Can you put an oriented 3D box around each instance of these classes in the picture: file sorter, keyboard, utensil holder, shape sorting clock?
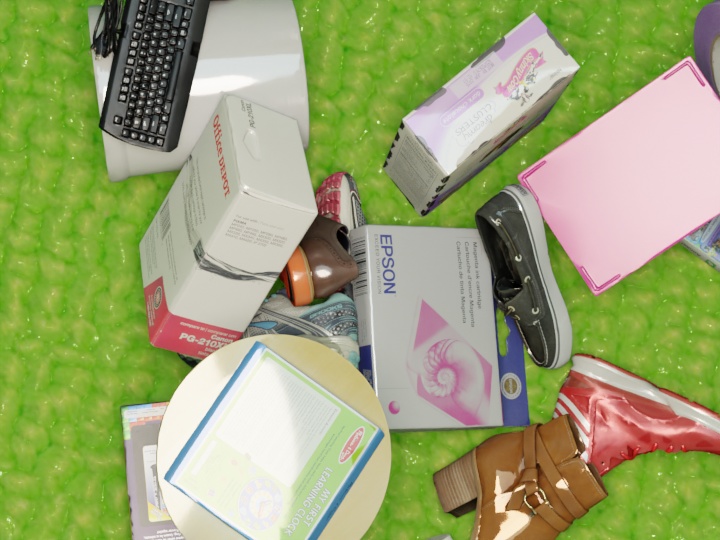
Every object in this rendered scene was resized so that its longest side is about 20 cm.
[{"bbox_3d":[0.281,-0.092,1.613,0.199,0.125,0.140,-35,86,13],"label":"file sorter"},{"bbox_3d":[-0.196,-0.216,1.499,0.103,0.040,0.202,12,84,-9],"label":"keyboard"},{"bbox_3d":[-0.159,-0.184,1.606,0.198,0.170,0.172,-8,81,-8],"label":"utensil holder"},{"bbox_3d":[-0.071,0.154,1.360,0.198,0.039,0.202,1,83,-10],"label":"shape sorting clock"}]

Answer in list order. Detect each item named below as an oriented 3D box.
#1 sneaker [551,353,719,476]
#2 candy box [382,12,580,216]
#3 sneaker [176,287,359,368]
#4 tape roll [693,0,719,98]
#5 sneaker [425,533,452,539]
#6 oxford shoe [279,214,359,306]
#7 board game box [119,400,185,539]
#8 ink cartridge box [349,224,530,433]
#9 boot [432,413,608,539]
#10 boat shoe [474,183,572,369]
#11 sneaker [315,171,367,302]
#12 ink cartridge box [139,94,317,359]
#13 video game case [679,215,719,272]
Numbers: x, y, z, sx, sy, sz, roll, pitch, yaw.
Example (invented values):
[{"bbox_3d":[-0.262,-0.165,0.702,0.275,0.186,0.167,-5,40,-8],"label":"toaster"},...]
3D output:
[{"bbox_3d":[0.283,0.172,1.635,0.198,0.078,0.116,25,88,13],"label":"sneaker"},{"bbox_3d":[0.114,-0.147,1.601,0.167,0.200,0.072,-39,85,-10],"label":"candy box"},{"bbox_3d":[-0.086,0.064,1.597,0.198,0.078,0.087,-3,66,26],"label":"sneaker"},{"bbox_3d":[0.407,-0.182,1.607,0.065,0.200,0.202,-25,83,-8],"label":"tape roll"},{"bbox_3d":[0.027,0.348,1.583,0.199,0.074,0.116,-32,86,1],"label":"sneaker"},{"bbox_3d":[-0.047,-0.023,1.583,0.072,0.200,0.072,-12,117,-7],"label":"oxford shoe"},{"bbox_3d":[-0.129,0.205,1.599,0.198,0.057,0.167,-5,83,-5],"label":"board game box"},{"bbox_3d":[0.087,0.057,1.607,0.198,0.043,0.199,0,80,-28],"label":"ink cartridge box"},{"bbox_3d":[0.174,0.250,1.586,0.154,0.077,0.202,-26,70,14],"label":"boot"},{"bbox_3d":[0.156,0.013,1.611,0.056,0.068,0.202,-27,115,-23],"label":"boat shoe"},{"bbox_3d":[0.000,0.000,1.637,0.074,0.080,0.202,-11,86,-27],"label":"sneaker"},{"bbox_3d":[-0.127,-0.039,1.532,0.084,0.201,0.146,16,37,-26],"label":"ink cartridge box"},{"bbox_3d":[0.389,-0.107,1.705,0.181,0.022,0.201,35,79,2],"label":"video game case"}]
